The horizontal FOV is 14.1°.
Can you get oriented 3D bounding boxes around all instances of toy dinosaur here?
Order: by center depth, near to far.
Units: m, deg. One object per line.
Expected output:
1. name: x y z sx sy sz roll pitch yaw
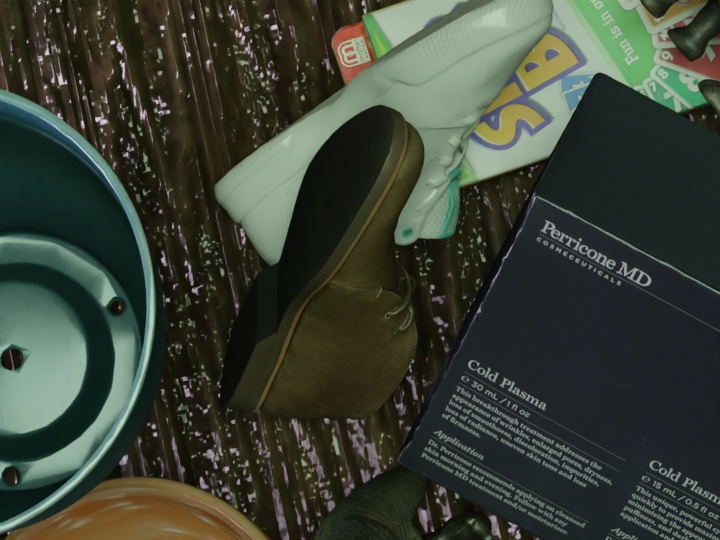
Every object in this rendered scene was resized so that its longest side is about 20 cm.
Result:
1. toy dinosaur: 0.011 0.159 1.378 0.102 0.077 0.201 5 90 -5

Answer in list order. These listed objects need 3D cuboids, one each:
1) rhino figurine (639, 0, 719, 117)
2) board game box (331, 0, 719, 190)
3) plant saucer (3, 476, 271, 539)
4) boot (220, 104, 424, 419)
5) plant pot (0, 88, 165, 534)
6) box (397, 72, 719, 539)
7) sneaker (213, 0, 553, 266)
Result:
1. rhino figurine: 0.175 -0.138 1.354 0.087 0.060 0.200 -36 52 11
2. board game box: 0.092 -0.104 1.414 0.199 0.030 0.096 -19 87 3
3. plant saucer: -0.104 0.199 1.369 0.199 0.037 0.201 -6 76 23
4. boot: 0.000 0.000 1.346 0.075 0.200 0.074 15 48 -12
5. plant pot: -0.176 0.029 1.327 0.199 0.188 0.201 -1 82 5
6. box: 0.147 0.045 1.321 0.199 0.104 0.183 28 133 2
7. sneaker: 0.027 -0.059 1.369 0.200 0.075 0.089 -35 92 32
